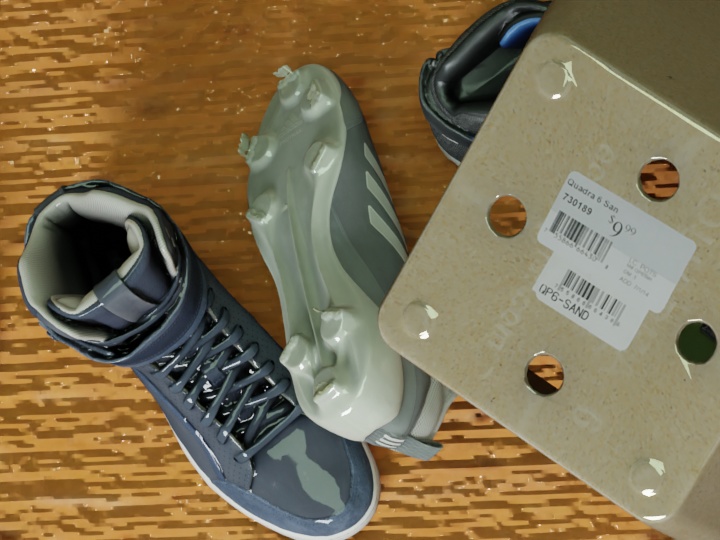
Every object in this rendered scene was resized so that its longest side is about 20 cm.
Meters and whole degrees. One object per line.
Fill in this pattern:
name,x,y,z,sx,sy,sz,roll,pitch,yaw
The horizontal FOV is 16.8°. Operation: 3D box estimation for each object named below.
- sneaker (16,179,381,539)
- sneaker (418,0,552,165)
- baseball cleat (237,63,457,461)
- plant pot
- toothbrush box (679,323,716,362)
sneaker,-0.075,0.042,1.102,0.077,0.146,0.202,-43,80,0
sneaker,0.122,-0.101,1.105,0.199,0.112,0.074,-24,81,5
baseball cleat,0.000,0.000,1.138,0.070,0.106,0.201,-30,49,33
plant pot,0.117,-0.005,0.955,0.199,0.177,0.201,34,108,15
toothbrush box,0.233,0.029,1.084,0.145,0.086,0.201,37,90,13
